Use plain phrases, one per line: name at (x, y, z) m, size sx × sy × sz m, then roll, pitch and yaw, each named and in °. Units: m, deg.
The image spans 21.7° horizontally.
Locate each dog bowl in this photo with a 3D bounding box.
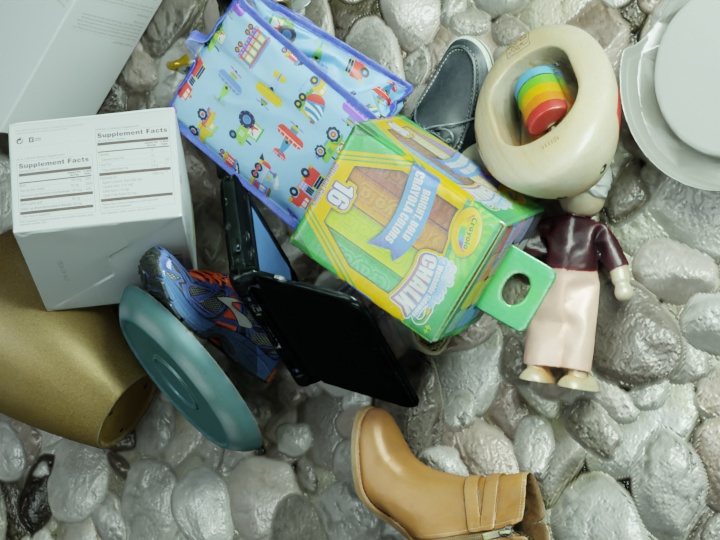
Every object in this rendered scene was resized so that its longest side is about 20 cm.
dog bowl at (0.313, -0.162, 1.535) m, size 0.199 × 0.058 × 0.202 m, roll -2°, pitch 86°, yaw 35°

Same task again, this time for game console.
game console at (-0.036, 0.020, 1.680) m, size 0.116 × 0.200 × 0.177 m, roll -15°, pitch 55°, yaw 9°

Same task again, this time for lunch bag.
lunch bag at (-0.079, -0.152, 1.724) m, size 0.199 × 0.094 × 0.151 m, roll 35°, pitch 123°, yaw -2°

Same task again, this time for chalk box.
chalk box at (0.066, -0.025, 1.583) m, size 0.199 × 0.124 × 0.125 m, roll 34°, pitch 108°, yaw 14°

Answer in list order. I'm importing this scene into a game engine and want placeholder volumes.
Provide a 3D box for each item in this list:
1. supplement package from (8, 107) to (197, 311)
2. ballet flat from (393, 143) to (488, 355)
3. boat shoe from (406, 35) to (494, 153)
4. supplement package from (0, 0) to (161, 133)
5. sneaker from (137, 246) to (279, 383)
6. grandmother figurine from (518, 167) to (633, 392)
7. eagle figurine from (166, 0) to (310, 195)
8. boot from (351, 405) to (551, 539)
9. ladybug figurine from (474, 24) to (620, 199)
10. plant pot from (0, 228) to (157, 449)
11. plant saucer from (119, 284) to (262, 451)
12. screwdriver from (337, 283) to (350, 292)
supplement package at (-0.238, -0.055, 1.773) m, size 0.154 × 0.200 × 0.112 m, roll -6°, pitch 69°, yaw -3°
ballet flat at (0.086, -0.015, 1.679) m, size 0.069 × 0.069 × 0.201 m, roll 31°, pitch 109°, yaw 33°
boat shoe at (0.067, -0.117, 1.706) m, size 0.074 × 0.062 × 0.201 m, roll 28°, pitch 102°, yaw 35°
supplement package at (-0.318, -0.250, 1.952) m, size 0.120 × 0.121 × 0.201 m, roll 44°, pitch 111°, yaw 28°
sneaker at (-0.134, 0.027, 1.772) m, size 0.079 × 0.200 × 0.075 m, roll -53°, pitch 45°, yaw -4°
grandmother figurine at (0.179, -0.002, 1.625) m, size 0.120 × 0.061 × 0.202 m, roll 10°, pitch 90°, yaw 11°
eagle figurine at (-0.125, -0.196, 1.829) m, size 0.152 × 0.150 × 0.201 m, roll -93°, pitch 6°, yaw -55°
boot at (0.080, 0.199, 1.664) m, size 0.155 × 0.076 × 0.201 m, roll -23°, pitch 77°, yaw 34°
ladybug figurine at (0.165, -0.131, 1.599) m, size 0.135 × 0.072 × 0.201 m, roll -33°, pitch 37°, yaw 22°
plant pot at (-0.308, 0.086, 1.908) m, size 0.199 × 0.186 × 0.187 m, roll 34°, pitch 107°, yaw 16°
plant saucer at (-0.169, 0.100, 1.792) m, size 0.027 × 0.201 × 0.200 m, roll -40°, pitch 58°, yaw -17°
screwdriver at (0.000, 0.000, 1.738) m, size 0.029 × 0.028 × 0.200 m, roll 54°, pitch 139°, yaw -5°
